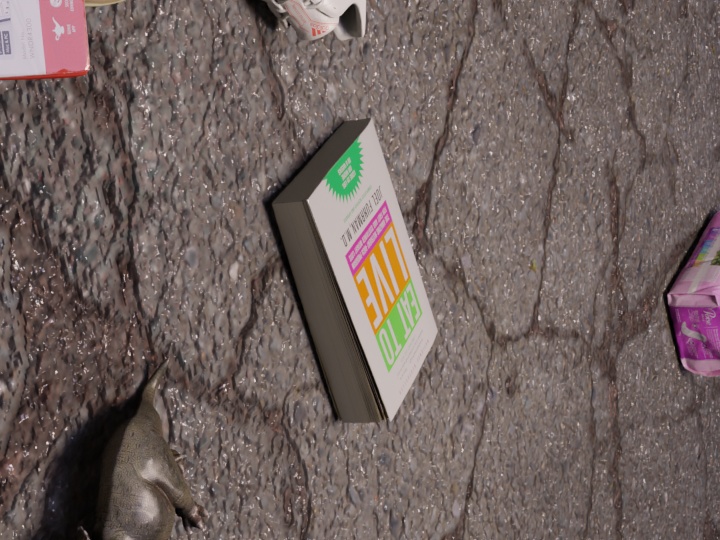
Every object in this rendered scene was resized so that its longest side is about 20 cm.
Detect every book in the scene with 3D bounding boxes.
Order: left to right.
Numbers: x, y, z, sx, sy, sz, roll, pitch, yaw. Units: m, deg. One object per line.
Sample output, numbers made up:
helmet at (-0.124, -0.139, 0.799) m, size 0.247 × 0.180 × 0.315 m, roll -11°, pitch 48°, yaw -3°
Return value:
book at (0.000, 0.000, 1.244) m, size 0.134 × 0.047 × 0.202 m, roll -53°, pitch 132°, yaw -49°

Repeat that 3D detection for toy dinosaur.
toy dinosaur at (-0.139, 0.146, 0.990) m, size 0.102 × 0.076 × 0.202 m, roll 57°, pitch 48°, yaw -60°

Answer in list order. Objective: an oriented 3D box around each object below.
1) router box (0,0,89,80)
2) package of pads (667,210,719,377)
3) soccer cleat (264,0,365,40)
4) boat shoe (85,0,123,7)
router box at (-0.234, -0.193, 0.789) m, size 0.178 × 0.049 × 0.203 m, roll -9°, pitch 99°, yaw -34°
package of pads at (0.448, 0.026, 1.932) m, size 0.200 × 0.075 × 0.122 m, roll -50°, pitch 130°, yaw -45°
soccer cleat at (-0.049, -0.212, 1.134) m, size 0.199 × 0.068 × 0.087 m, roll -5°, pitch 91°, yaw -63°
boat shoe at (-0.169, -0.200, 0.940) m, size 0.199 × 0.064 × 0.073 m, roll -5°, pitch 95°, yaw -58°
